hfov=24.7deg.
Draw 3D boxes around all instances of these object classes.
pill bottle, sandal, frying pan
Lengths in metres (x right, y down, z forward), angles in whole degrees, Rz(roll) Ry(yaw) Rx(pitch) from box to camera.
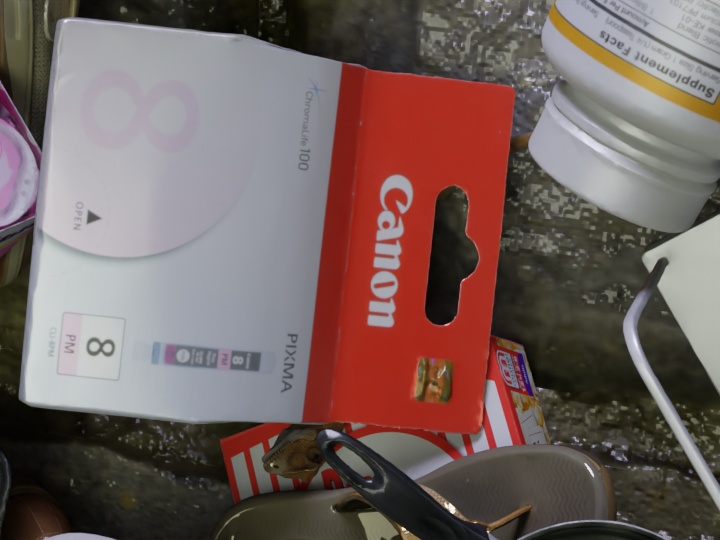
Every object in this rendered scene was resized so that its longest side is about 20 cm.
[{"bbox_3d":[0.144,-0.120,0.655,0.109,0.109,0.200,29,112,9],"label":"pill bottle"},{"bbox_3d":[0.013,0.121,0.713,0.199,0.054,0.081,-9,77,24],"label":"sandal"},{"bbox_3d":[0.058,0.140,0.665,0.190,0.031,0.115,19,105,1],"label":"frying pan"}]

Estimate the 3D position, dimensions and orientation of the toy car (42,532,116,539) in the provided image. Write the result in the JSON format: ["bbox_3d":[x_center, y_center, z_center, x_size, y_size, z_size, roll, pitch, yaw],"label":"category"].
[{"bbox_3d":[-0.123,0.221,0.710,0.150,0.175,0.200,27,148,-24],"label":"toy car"}]

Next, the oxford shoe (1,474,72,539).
[{"bbox_3d":[-0.180,0.213,0.861,0.071,0.071,0.201,29,119,52],"label":"oxford shoe"}]

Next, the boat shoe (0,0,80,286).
[{"bbox_3d":[-0.163,-0.079,0.787,0.072,0.065,0.200,35,134,29],"label":"boat shoe"}]

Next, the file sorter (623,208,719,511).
[{"bbox_3d":[0.226,0.020,0.658,0.200,0.125,0.139,-29,95,22],"label":"file sorter"}]

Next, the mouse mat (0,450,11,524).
[{"bbox_3d":[-0.244,0.155,0.854,0.161,0.008,0.201,25,110,37],"label":"mouse mat"}]

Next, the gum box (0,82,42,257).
[{"bbox_3d":[-0.227,-0.088,0.745,0.113,0.066,0.200,-30,89,52],"label":"gum box"}]

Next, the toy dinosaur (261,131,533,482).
[{"bbox_3d":[0.000,0.000,0.767,0.106,0.060,0.200,28,89,9],"label":"toy dinosaur"}]

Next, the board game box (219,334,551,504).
[{"bbox_3d":[0.029,0.150,0.758,0.151,0.046,0.200,-23,71,22],"label":"board game box"}]

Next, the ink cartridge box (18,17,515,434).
[{"bbox_3d":[-0.037,-0.015,0.701,0.199,0.057,0.163,6,91,-1],"label":"ink cartridge box"}]
